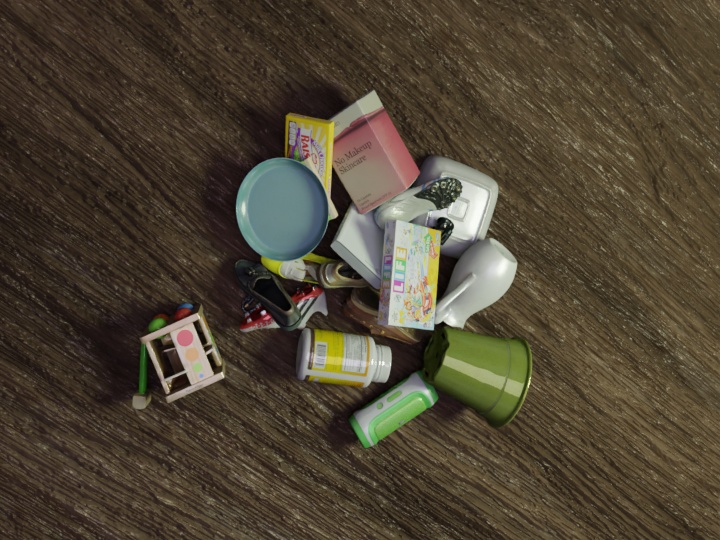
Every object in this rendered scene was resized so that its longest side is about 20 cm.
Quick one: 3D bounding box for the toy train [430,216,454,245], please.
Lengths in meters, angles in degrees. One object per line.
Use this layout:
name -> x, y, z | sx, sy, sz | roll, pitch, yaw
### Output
toy train -> 0.137, -0.033, 1.477 | 0.045, 0.035, 0.201 | 21, 122, -27

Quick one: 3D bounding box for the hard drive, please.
hard drive -> 0.016, -0.067, 1.418 | 0.131, 0.202, 0.027 | 42, 125, -14

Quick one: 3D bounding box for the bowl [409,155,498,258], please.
bowl -> 0.204, -0.136, 1.502 | 0.195, 0.075, 0.205 | 19, 94, -12

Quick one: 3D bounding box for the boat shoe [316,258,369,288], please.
boat shoe -> 0.000, 0.000, 1.427 | 0.198, 0.075, 0.074 | -16, 92, -47

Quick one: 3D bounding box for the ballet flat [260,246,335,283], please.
ballet flat -> -0.110, -0.003, 1.429 | 0.196, 0.068, 0.068 | 12, 119, -28

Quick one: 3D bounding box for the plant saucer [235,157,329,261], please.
plant saucer -> -0.154, -0.122, 1.370 | 0.194, 0.027, 0.206 | 2, 99, 13

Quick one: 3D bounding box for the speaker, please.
speaker -> 0.073, 0.307, 1.516 | 0.197, 0.088, 0.090 | -32, 101, -6

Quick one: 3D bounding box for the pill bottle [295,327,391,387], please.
pill bottle -> -0.036, 0.190, 1.469 | 0.194, 0.109, 0.113 | 9, 94, -12

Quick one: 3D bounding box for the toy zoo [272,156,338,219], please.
toy zoo -> -0.158, -0.132, 1.412 | 0.196, 0.021, 0.134 | -23, 103, 22

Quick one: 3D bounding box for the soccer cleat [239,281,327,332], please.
soccer cleat -> -0.160, 0.097, 1.455 | 0.196, 0.068, 0.087 | -26, 111, -14

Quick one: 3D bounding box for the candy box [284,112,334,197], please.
candy box -> -0.107, -0.211, 1.397 | 0.100, 0.026, 0.205 | 12, 119, 15

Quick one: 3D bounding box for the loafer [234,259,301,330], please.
loafer -> -0.190, 0.036, 1.396 | 0.071, 0.063, 0.199 | -39, 64, -19

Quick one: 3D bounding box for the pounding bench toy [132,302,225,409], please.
pounding bench toy -> -0.394, 0.171, 1.387 | 0.196, 0.124, 0.160 | -23, 100, -8

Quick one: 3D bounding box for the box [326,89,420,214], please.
box -> 0.014, -0.242, 1.408 | 0.126, 0.109, 0.203 | -26, 103, 30

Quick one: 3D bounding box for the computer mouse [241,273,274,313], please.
computer mouse -> -0.186, 0.009, 1.459 | 0.058, 0.034, 0.202 | 35, 89, -13

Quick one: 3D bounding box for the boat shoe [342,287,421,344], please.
boat shoe -> 0.047, 0.108, 1.505 | 0.197, 0.073, 0.068 | 31, 123, -21

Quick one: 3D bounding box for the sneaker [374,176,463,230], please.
sneaker -> 0.118, -0.148, 1.431 | 0.196, 0.073, 0.073 | -24, 122, 2

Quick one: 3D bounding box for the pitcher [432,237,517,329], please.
pitcher -> 0.232, 0.034, 1.451 | 0.121, 0.171, 0.201 | 45, 111, 17

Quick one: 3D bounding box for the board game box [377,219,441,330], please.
board game box -> 0.099, 0.012, 1.372 | 0.132, 0.034, 0.206 | 9, 83, -41

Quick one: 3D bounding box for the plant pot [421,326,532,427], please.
plant pot -> 0.239, 0.211, 1.477 | 0.186, 0.200, 0.205 | 21, 92, -14
